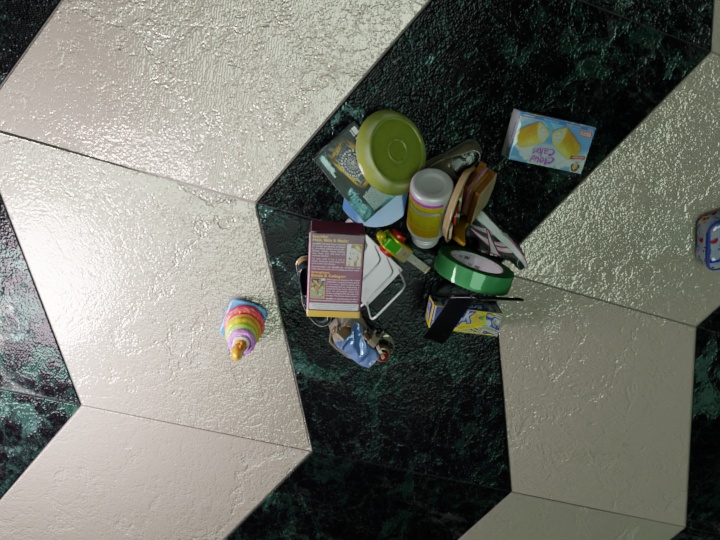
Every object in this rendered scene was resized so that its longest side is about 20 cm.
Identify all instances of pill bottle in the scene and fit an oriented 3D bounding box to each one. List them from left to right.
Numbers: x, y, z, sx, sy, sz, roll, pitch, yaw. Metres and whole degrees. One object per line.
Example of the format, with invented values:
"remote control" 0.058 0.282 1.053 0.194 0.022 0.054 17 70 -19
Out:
"pill bottle" 0.164 -0.142 1.478 0.102 0.106 0.202 -5 146 -4

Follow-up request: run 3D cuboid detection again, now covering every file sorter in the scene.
"file sorter" 0.000 0.000 1.541 0.139 0.125 0.200 -44 109 11

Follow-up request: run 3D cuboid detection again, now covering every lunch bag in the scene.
"lunch bag" 1.008 -0.088 1.645 0.195 0.076 0.163 -14 114 1

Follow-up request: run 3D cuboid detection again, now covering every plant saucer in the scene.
"plant saucer" 0.081 -0.280 1.439 0.196 0.031 0.205 1 87 -30

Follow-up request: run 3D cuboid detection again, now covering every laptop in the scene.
"laptop" 0.273 0.121 1.513 0.195 0.187 0.119 3 88 -9

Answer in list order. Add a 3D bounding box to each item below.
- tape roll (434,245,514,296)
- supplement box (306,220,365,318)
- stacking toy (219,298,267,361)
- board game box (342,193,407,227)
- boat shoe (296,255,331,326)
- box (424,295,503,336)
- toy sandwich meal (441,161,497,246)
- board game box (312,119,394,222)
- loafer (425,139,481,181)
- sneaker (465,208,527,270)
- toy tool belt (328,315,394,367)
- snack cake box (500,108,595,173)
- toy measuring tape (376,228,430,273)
"tape roll" 0.283 -0.002 1.530 0.196 0.201 0.049 13 109 -11
"supplement box" -0.059 -0.003 1.413 0.128 0.104 0.205 4 109 -5
"stacking toy" -0.297 0.167 1.531 0.108 0.201 0.118 21 107 -13
"board game box" 0.041 -0.211 1.509 0.154 0.039 0.205 7 109 -7
"boat shoe" -0.121 0.061 1.585 0.073 0.062 0.204 -14 114 -1
"box" 0.277 0.122 1.650 0.195 0.065 0.072 8 110 -8
"toy sandwich meal" 0.257 -0.154 1.453 0.069 0.205 0.209 21 109 14
"board game box" -0.003 -0.233 1.460 0.134 0.028 0.201 -38 108 9
"loafer" 0.211 -0.249 1.497 0.198 0.070 0.076 -36 111 9
"sneaker" 0.347 -0.071 1.588 0.086 0.081 0.200 -41 102 22
"toy tool belt" 0.007 0.199 1.618 0.199 0.123 0.125 38 103 -18
"snack cake box" 0.458 -0.316 1.500 0.195 0.067 0.118 9 109 -9
"toy measuring tape" 0.105 -0.056 1.577 0.198 0.074 0.074 31 106 -40
